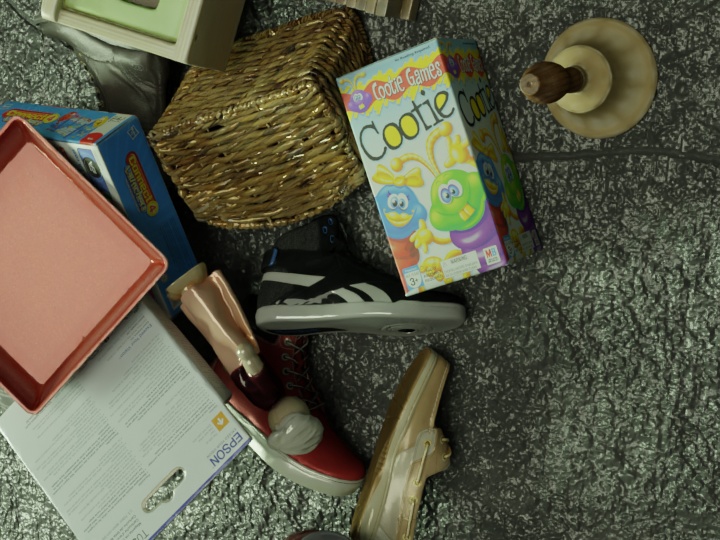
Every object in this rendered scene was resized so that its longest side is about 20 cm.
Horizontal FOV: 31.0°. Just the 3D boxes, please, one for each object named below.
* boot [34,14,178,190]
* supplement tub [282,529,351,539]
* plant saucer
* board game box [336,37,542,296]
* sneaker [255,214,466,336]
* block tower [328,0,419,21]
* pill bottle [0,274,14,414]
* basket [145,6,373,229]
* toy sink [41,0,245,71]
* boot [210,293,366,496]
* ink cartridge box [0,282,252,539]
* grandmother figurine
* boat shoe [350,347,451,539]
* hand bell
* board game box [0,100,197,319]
[{"bbox_3d":[-0.257,-0.173,1.321,0.199,0.069,0.175,19,118,35],"label":"boot"},{"bbox_3d":[-0.051,0.311,1.228,0.107,0.107,0.200,45,148,13],"label":"supplement tub"},{"bbox_3d":[-0.305,-0.005,1.204,0.200,0.037,0.200,44,99,3],"label":"plant saucer"},{"bbox_3d":[0.072,-0.094,1.153,0.102,0.105,0.201,-18,91,26],"label":"board game box"},{"bbox_3d":[0.000,0.000,1.222,0.198,0.073,0.113,0,72,7],"label":"sneaker"},{"bbox_3d":[-0.041,-0.281,1.205,0.199,0.058,0.054,19,106,21],"label":"block tower"},{"bbox_3d":[-0.325,0.075,1.313,0.112,0.113,0.201,2,118,25],"label":"pill bottle"},{"bbox_3d":[-0.075,-0.139,1.241,0.199,0.149,0.143,-14,125,26],"label":"basket"},{"bbox_3d":[-0.211,-0.273,1.174,0.199,0.112,0.131,20,99,13],"label":"toy sink"},{"bbox_3d":[-0.057,0.115,1.269,0.200,0.072,0.145,36,110,20],"label":"boot"},{"bbox_3d":[-0.219,0.150,1.218,0.196,0.043,0.200,-45,73,10],"label":"ink cartridge box"},{"bbox_3d":[-0.104,0.087,1.210,0.060,0.121,0.200,-36,87,-4],"label":"grandmother figurine"},{"bbox_3d":[0.052,0.174,1.229,0.069,0.074,0.201,19,95,-6],"label":"boat shoe"},{"bbox_3d":[0.165,-0.154,1.046,0.103,0.200,0.105,4,100,25],"label":"hand bell"},{"bbox_3d":[-0.267,-0.062,1.276,0.195,0.056,0.201,12,133,38],"label":"board game box"}]
